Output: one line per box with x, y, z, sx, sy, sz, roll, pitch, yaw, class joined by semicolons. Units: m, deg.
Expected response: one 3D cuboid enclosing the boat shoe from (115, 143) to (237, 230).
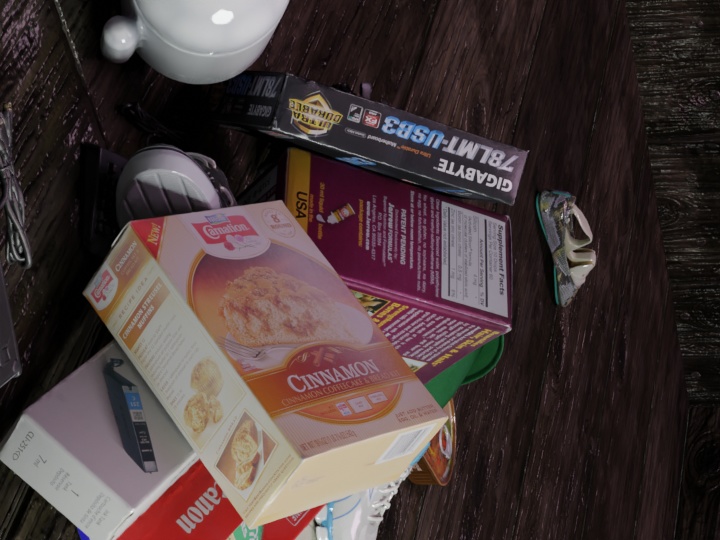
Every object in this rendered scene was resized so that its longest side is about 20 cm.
-0.127;-0.048;1.430;0.200;0.071;0.071;79;13;-66;boat shoe

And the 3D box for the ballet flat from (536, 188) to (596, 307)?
0.293;-0.028;2.840;0.072;0.071;0.201;-73;154;-48;ballet flat

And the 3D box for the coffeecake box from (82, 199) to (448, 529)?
-0.062;0.055;1.335;0.153;0.073;0.200;-11;56;-51;coffeecake box

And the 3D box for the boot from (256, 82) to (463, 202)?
-0.023;-0.052;1.746;0.162;0.198;0.073;40;12;-32;boot

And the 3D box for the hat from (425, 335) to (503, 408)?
0.035;0.116;1.819;0.177;0.164;0.201;-71;148;-42;hat

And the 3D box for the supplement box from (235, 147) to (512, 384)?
0.000;0.000;1.546;0.199;0.131;0.104;17;59;-26;supplement box

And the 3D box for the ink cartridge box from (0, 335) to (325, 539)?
-0.113;0.122;1.311;0.045;0.176;0.200;-50;176;31;ink cartridge box

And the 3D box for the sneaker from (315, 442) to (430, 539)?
0.012;0.156;1.619;0.075;0.086;0.202;19;70;-74;sneaker

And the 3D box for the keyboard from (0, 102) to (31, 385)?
-0.229;-0.027;1.187;0.127;0.020;0.202;-45;132;-62;keyboard

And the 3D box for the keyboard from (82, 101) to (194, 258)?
-0.151;-0.061;1.470;0.200;0.020;0.128;26;63;-72;keyboard

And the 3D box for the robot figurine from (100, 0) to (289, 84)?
-0.107;-0.196;1.405;0.113;0.169;0.200;54;-11;0;robot figurine

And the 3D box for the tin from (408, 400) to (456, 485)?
0.059;0.148;2.101;0.200;0.042;0.113;61;35;-56;tin

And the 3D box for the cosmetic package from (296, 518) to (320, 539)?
-0.061;0.145;1.645;0.105;0.070;0.202;59;33;-59;cosmetic package

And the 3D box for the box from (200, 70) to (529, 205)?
-0.002;-0.102;1.536;0.200;0.197;0.050;15;-90;69;box

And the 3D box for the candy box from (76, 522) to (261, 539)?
-0.119;0.171;1.444;0.200;0.076;0.170;-69;149;-55;candy box
